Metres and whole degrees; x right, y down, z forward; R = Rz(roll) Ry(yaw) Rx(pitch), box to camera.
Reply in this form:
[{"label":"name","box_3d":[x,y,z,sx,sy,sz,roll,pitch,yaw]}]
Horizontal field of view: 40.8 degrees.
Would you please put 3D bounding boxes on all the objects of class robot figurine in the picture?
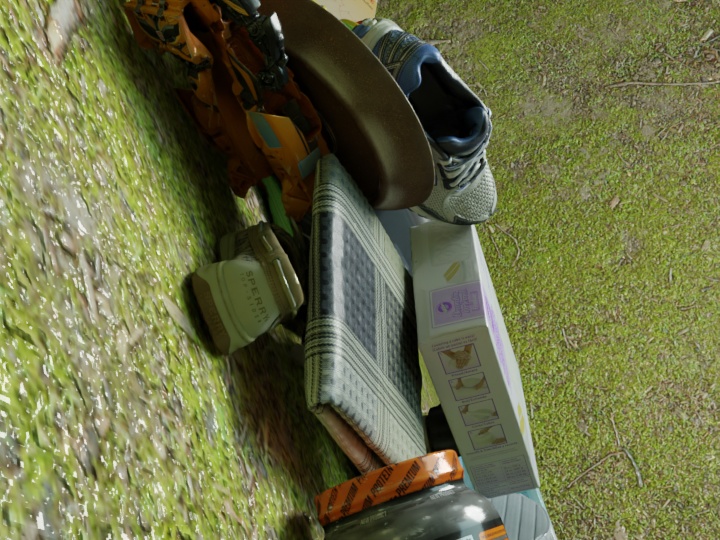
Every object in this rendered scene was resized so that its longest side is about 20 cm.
[{"label":"robot figurine","box_3d":[-0.090,-0.130,0.670,0.145,0.058,0.200,23,-28,45]}]

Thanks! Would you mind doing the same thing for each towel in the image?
[{"label":"towel","box_3d":[0.003,0.047,0.690,0.200,0.034,0.193,55,28,-53]}]

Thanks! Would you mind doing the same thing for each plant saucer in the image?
[{"label":"plant saucer","box_3d":[-0.029,-0.115,0.713,0.200,0.032,0.200,39,-20,17]}]

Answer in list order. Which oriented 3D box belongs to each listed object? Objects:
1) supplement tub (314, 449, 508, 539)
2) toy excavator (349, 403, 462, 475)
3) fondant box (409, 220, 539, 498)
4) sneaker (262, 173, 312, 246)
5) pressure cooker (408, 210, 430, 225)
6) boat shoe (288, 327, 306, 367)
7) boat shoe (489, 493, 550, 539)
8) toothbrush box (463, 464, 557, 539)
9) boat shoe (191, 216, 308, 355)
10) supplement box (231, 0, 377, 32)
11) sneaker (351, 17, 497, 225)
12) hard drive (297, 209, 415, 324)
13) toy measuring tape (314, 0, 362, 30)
[{"label":"supplement tub","box_3d":[0.046,0.219,0.584,0.123,0.122,0.201,51,19,-72]},{"label":"toy excavator","box_3d":[0.053,0.222,0.837,0.194,0.099,0.201,29,49,-79]},{"label":"fondant box","box_3d":[0.097,0.074,0.818,0.145,0.058,0.200,-91,162,-50]},{"label":"sneaker","box_3d":[-0.059,-0.106,0.913,0.077,0.083,0.201,-89,158,-76]},{"label":"pressure cooker","box_3d":[0.016,-0.079,1.076,0.179,0.176,0.200,42,-11,33]},{"label":"boat shoe","box_3d":[-0.005,0.074,0.823,0.074,0.060,0.200,35,-4,21]},{"label":"boat shoe","box_3d":[0.110,0.249,0.809,0.200,0.073,0.067,-23,130,-68]},{"label":"toothbrush box","box_3d":[0.111,0.245,0.964,0.200,0.146,0.085,-102,169,-47]},{"label":"boat shoe","box_3d":[-0.059,0.006,0.644,0.200,0.062,0.074,-85,153,-77]},{"label":"supplement box","box_3d":[-0.053,-0.244,0.837,0.126,0.073,0.201,32,46,-29]},{"label":"sneaker","box_3d":[0.060,-0.094,0.716,0.085,0.077,0.200,26,-17,46]},{"label":"hard drive","box_3d":[0.000,0.000,0.891,0.033,0.140,0.200,30,-9,20]},{"label":"toy measuring tape","box_3d":[0.014,-0.129,0.756,0.200,0.073,0.074,50,14,-26]}]
